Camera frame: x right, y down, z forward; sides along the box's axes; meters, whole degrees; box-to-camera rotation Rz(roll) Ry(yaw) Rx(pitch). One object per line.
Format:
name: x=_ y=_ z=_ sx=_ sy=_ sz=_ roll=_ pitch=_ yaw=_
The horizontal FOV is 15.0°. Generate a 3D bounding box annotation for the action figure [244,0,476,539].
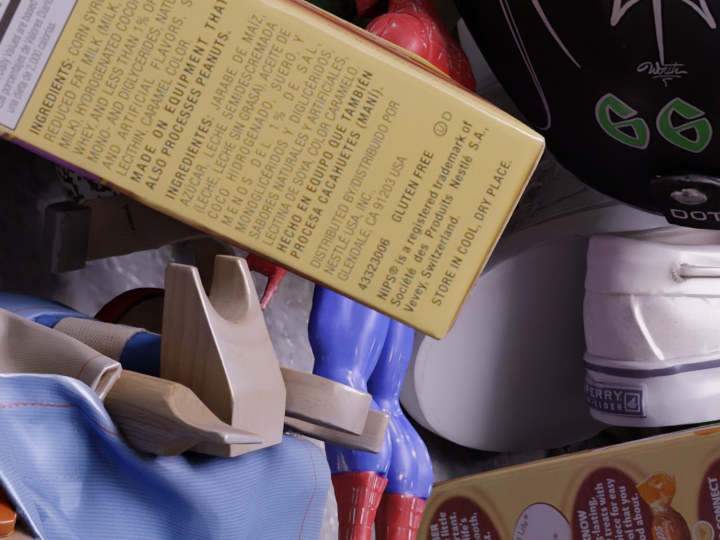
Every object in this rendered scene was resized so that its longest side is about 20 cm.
action figure: x=0.000 y=0.000 z=0.747 sx=0.065 sy=0.051 sz=0.202 roll=32 pitch=64 yaw=-61

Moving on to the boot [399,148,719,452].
boot: x=0.073 y=-0.005 z=0.897 sx=0.199 sy=0.095 sz=0.074 roll=-20 pitch=117 yaw=-31

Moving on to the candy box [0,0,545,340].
candy box: x=-0.068 y=-0.059 z=0.633 sx=0.199 sy=0.057 sz=0.117 roll=26 pitch=6 yaw=-18

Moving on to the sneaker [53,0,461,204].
sneaker: x=-0.035 y=-0.051 z=0.783 sx=0.199 sy=0.077 sz=0.089 roll=-14 pitch=92 yaw=-52

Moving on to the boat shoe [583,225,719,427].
boat shoe: x=0.151 y=-0.006 z=0.851 sx=0.199 sy=0.071 sz=0.070 roll=-12 pitch=101 yaw=-28

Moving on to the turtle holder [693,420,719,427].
turtle holder: x=0.172 y=0.100 z=0.923 sx=0.132 sy=0.184 sz=0.142 roll=18 pitch=89 yaw=-65

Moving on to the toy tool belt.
toy tool belt: x=-0.055 y=0.053 z=0.604 sx=0.200 sy=0.122 sz=0.126 roll=-13 pitch=116 yaw=-56

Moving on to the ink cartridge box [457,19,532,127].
ink cartridge box: x=0.091 y=-0.134 z=1.027 sx=0.162 sy=0.050 sz=0.201 roll=23 pitch=53 yaw=-47

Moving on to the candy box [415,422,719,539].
candy box: x=0.125 y=0.068 z=0.788 sx=0.115 sy=0.199 sz=0.056 roll=-2 pitch=81 yaw=-55

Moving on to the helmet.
helmet: x=0.105 y=-0.133 z=0.781 sx=0.201 sy=0.198 sz=0.191 roll=-78 pitch=162 yaw=-44
